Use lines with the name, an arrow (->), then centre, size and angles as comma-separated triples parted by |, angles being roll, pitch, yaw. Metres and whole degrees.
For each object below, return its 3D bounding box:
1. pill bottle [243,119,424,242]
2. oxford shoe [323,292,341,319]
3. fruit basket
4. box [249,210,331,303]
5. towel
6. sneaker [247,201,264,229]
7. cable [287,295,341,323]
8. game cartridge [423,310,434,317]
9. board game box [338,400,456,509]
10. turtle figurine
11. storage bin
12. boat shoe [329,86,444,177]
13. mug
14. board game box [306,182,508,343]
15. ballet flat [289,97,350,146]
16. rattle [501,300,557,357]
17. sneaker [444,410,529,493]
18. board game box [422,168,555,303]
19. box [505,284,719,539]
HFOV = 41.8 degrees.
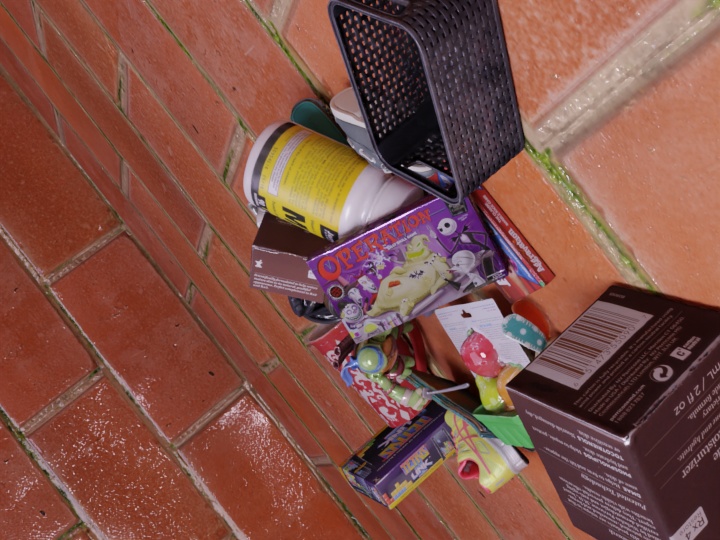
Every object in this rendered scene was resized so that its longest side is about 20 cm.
pill bottle -> -0.031, -0.095, 1.130 | 0.198, 0.115, 0.115 | 25, 153, 19
oxford shoe -> 0.000, 0.000, 1.189 | 0.083, 0.200, 0.074 | 12, 120, 25
fruit basket -> 0.185, 0.125, 1.207 | 0.202, 0.093, 0.185 | 63, 161, -2
box -> -0.073, -0.056, 1.222 | 0.099, 0.201, 0.076 | 12, 129, 1
towel -> 0.156, 0.201, 1.384 | 0.146, 0.022, 0.199 | 23, -174, -43
sneaker -> -0.110, -0.087, 1.470 | 0.199, 0.099, 0.078 | 24, 148, 55
cable -> -0.022, 0.032, 1.321 | 0.200, 0.161, 0.052 | 92, 166, -75
game cartridge -> 0.032, -0.031, 1.344 | 0.200, 0.038, 0.130 | 42, 163, 29
board game box -> 0.077, 0.303, 1.595 | 0.057, 0.199, 0.165 | 56, 160, -11
turtle figurine -> 0.071, 0.106, 1.278 | 0.145, 0.199, 0.194 | 56, -175, 1
storage bin -> 0.064, -0.180, 0.888 | 0.135, 0.093, 0.201 | 34, 154, 43
boat shoe -> 0.035, -0.146, 1.059 | 0.200, 0.072, 0.062 | 42, 160, 46
mug -> 0.032, 0.147, 1.529 | 0.201, 0.133, 0.177 | 51, 164, -8
board game box -> 0.052, -0.007, 1.057 | 0.121, 0.198, 0.032 | 59, -161, -16
ballet flat -> -0.014, -0.140, 1.221 | 0.201, 0.074, 0.074 | 54, 162, -2
rattle -> 0.252, 0.121, 1.056 | 0.142, 0.129, 0.203 | -19, 78, 53
sneaker -> 0.171, 0.271, 1.443 | 0.078, 0.091, 0.200 | 42, 177, -24
board game box -> 0.133, -0.055, 1.075 | 0.201, 0.019, 0.103 | 51, 163, 2
box -> 0.274, 0.151, 0.886 | 0.164, 0.165, 0.201 | 18, 143, 58
